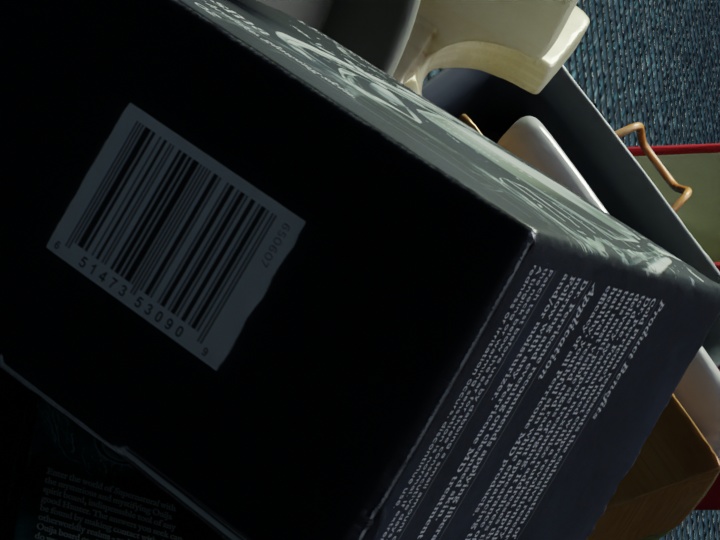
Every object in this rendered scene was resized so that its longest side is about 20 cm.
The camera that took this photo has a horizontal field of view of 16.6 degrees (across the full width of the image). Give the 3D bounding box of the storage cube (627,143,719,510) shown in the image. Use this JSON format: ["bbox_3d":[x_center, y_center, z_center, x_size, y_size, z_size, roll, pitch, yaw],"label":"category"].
[{"bbox_3d":[0.189,0.036,1.589,0.171,0.199,0.181,-71,155,-60],"label":"storage cube"}]

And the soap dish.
[{"bbox_3d":[0.072,0.035,0.965,0.158,0.081,0.200,55,-4,11],"label":"soap dish"}]

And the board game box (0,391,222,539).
[{"bbox_3d":[-0.026,0.120,0.819,0.028,0.199,0.136,125,-22,-46],"label":"board game box"}]

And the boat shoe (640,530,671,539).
[{"bbox_3d":[0.117,0.122,1.331,0.075,0.200,0.069,32,34,-22],"label":"boat shoe"}]

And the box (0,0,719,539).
[{"bbox_3d":[-0.018,-0.001,0.775,0.124,0.200,0.196,-59,157,7],"label":"box"}]

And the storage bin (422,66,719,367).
[{"bbox_3d":[0.097,-0.011,1.285,0.200,0.145,0.134,53,-5,5],"label":"storage bin"}]

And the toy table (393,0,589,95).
[{"bbox_3d":[0.018,-0.095,1.063,0.200,0.117,0.184,-53,173,-36],"label":"toy table"}]

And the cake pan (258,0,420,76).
[{"bbox_3d":[-0.053,-0.105,0.901,0.200,0.037,0.201,-29,133,-37],"label":"cake pan"}]
